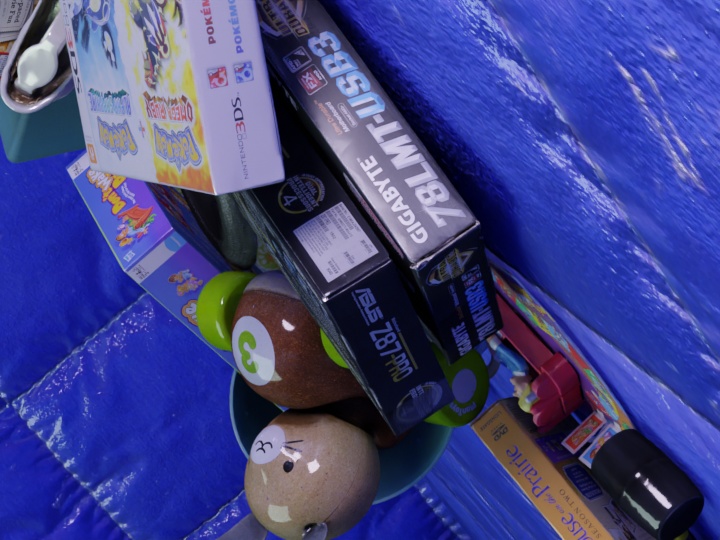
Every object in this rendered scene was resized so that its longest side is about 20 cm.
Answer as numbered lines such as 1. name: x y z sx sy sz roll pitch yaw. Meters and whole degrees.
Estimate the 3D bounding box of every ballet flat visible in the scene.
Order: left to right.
1. ballet flat: -0.182 -0.175 1.236 0.069 0.200 0.069 24 -142 -20

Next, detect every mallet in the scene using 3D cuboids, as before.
1. mallet: 0.189 0.153 1.176 0.066 0.041 0.200 47 178 26

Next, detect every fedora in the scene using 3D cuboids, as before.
1. fedora: -0.082 -0.100 1.276 0.201 0.092 0.201 158 90 -78

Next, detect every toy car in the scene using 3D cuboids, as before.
1. toy car: -0.041 0.115 1.222 0.158 0.200 0.164 35 161 -36

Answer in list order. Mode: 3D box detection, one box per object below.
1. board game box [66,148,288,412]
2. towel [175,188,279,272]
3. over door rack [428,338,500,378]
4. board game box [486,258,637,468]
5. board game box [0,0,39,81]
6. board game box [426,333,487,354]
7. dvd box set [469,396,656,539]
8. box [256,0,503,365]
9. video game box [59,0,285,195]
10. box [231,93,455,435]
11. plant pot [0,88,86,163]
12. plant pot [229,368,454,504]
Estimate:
1. board game box: -0.116 0.001 1.354 0.200 0.045 0.134 46 -174 -42
2. towel: -0.089 -0.034 1.526 0.200 0.171 0.048 50 143 -8
3. over door rack: 0.000 0.000 1.331 0.200 0.067 0.148 16 155 50
4. board game box: 0.101 0.057 1.197 0.158 0.039 0.200 53 174 -23
5. board game box: -0.258 -0.254 1.301 0.046 0.200 0.152 -2 -139 -46
6. board game box: 0.009 -0.011 1.468 0.200 0.035 0.135 47 176 -13
7. dvd box set: 0.163 0.166 1.246 0.200 0.029 0.146 50 -165 13
8. box: 0.004 -0.058 1.079 0.200 0.050 0.199 54 177 18
9. video game box: -0.111 -0.138 1.001 0.200 0.047 0.182 13 117 63
10. box: -0.029 -0.020 1.075 0.200 0.049 0.161 54 172 35
11. plant pot: -0.204 -0.188 1.412 0.200 0.141 0.141 138 117 -70
12. plant pot: -0.017 0.093 1.707 0.201 0.201 0.161 52 -173 -13
